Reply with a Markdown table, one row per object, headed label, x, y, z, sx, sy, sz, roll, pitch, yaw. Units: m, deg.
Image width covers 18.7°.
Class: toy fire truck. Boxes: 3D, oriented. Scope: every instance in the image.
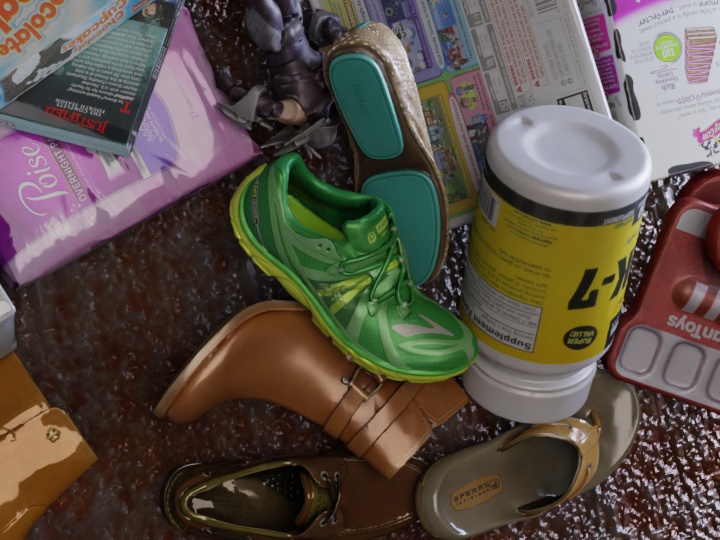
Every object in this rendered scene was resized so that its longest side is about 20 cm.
| label | x | y | z | sx | sy | sz | roll | pitch | yaw |
| --- | --- | --- | --- | --- | --- | --- | --- | --- | --- |
| toy fire truck | 0.292 | 0.030 | 1.600 | 0.199 | 0.112 | 0.169 | 20 | 101 | -12 |

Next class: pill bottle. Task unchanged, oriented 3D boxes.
| label | x | y | z | sx | sy | sz | roll | pitch | yaw |
| --- | --- | --- | --- | --- | --- | --- | --- | --- | --- |
| pill bottle | 0.128 | -0.001 | 1.508 | 0.113 | 0.115 | 0.201 | -2 | 127 | -14 |

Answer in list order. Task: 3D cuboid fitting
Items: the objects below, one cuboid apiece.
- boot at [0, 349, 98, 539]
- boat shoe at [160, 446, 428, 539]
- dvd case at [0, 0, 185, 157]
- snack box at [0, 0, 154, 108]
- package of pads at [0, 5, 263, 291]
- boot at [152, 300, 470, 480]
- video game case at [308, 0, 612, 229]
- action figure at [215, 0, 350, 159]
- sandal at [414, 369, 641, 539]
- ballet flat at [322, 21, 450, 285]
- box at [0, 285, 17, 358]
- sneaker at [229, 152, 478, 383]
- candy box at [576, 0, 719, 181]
| label | x | y | z | sx | sy | sz | roll | pitch | yaw |
| --- | --- | --- | --- | --- | --- | --- | --- | --- | --- |
| boot | -0.237 | 0.167 | 1.473 | 0.143 | 0.071 | 0.202 | -29 | 89 | -6 |
| boat shoe | -0.038 | 0.163 | 1.527 | 0.198 | 0.068 | 0.073 | -5 | 88 | -15 |
| dvd case | -0.192 | -0.183 | 1.469 | 0.145 | 0.022 | 0.201 | 14 | 66 | 6 |
| snack box | -0.236 | -0.177 | 1.435 | 0.200 | 0.037 | 0.116 | -37 | 72 | -14 |
| package of pads | -0.180 | -0.084 | 1.494 | 0.199 | 0.076 | 0.121 | -29 | 92 | -13 |
| boot | -0.032 | 0.087 | 1.519 | 0.200 | 0.077 | 0.156 | -37 | 88 | -30 |
| video game case | 0.074 | -0.138 | 1.552 | 0.181 | 0.022 | 0.202 | -17 | 93 | 9 |
| action figure | -0.056 | -0.165 | 1.488 | 0.130 | 0.069 | 0.201 | -57 | 135 | -50 |
| sandal | 0.129 | 0.136 | 1.567 | 0.199 | 0.054 | 0.081 | -24 | 97 | -28 |
| ballet flat | 0.026 | -0.084 | 1.513 | 0.070 | 0.065 | 0.201 | 1 | 126 | 20 |
| box | -0.315 | -0.019 | 1.403 | 0.106 | 0.152 | 0.201 | -31 | 85 | -13 |
| sneaker | 0.000 | 0.000 | 1.472 | 0.200 | 0.084 | 0.074 | 39 | 42 | -2 |
| candy box | 0.226 | -0.171 | 1.593 | 0.135 | 0.061 | 0.202 | -13 | 91 | -26 |
